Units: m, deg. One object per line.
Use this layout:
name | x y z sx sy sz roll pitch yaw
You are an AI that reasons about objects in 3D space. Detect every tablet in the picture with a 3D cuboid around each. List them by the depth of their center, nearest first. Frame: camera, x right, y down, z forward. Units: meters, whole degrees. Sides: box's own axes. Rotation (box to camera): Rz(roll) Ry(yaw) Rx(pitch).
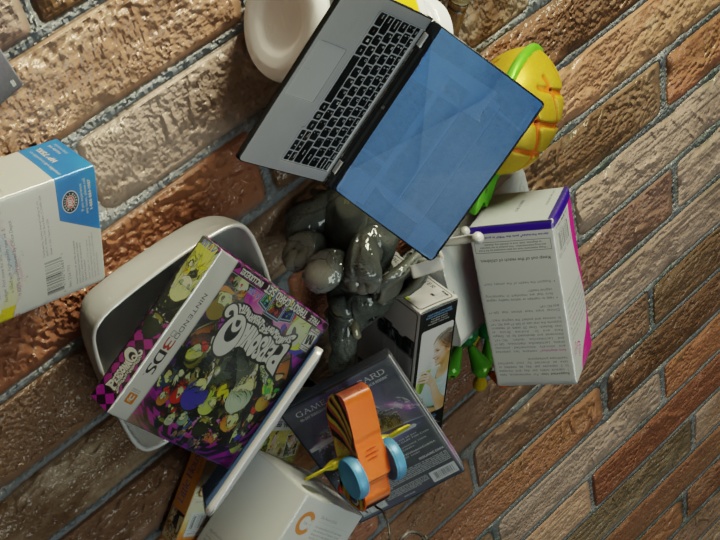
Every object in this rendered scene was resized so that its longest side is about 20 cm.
tablet | -0.104 0.161 1.363 0.014 0.130 0.201 36 86 -8

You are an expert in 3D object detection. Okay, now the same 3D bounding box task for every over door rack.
over door rack | 0.075 -0.086 1.342 0.200 0.066 0.150 -45 118 -74

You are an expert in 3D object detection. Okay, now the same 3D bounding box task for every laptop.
laptop | 0.028 -0.128 1.176 0.199 0.116 0.188 10 121 -52

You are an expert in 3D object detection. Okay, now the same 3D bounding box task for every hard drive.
hard drive | 0.148 -0.019 1.551 0.200 0.026 0.134 -40 124 -41

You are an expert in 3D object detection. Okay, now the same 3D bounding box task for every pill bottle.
pill bottle | -0.005 -0.228 1.237 0.198 0.112 0.114 -4 118 -46

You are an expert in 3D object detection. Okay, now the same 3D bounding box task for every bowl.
bowl | -0.181 0.052 1.274 0.199 0.074 0.202 -36 137 -24

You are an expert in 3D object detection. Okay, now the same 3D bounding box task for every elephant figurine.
elephant figurine | 0.000 0.000 1.405 0.153 0.143 0.200 -18 148 12

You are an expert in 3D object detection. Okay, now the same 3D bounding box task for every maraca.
maraca | 0.162 -0.159 1.454 0.202 0.106 0.137 -64 158 -15

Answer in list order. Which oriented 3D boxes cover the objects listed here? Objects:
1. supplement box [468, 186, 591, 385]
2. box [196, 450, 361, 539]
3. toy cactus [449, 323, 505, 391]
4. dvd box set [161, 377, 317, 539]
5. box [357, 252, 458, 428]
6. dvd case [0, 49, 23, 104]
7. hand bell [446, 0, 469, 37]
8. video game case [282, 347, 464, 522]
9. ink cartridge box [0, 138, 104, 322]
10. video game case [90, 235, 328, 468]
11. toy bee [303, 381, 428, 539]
supplement box | 0.198 0.020 1.499 0.101 0.102 0.203 -50 131 -59
box | -0.110 0.321 1.464 0.201 0.097 0.124 -57 144 -1
toy cactus | 0.142 0.058 1.622 0.199 0.102 0.167 26 86 -44
dvd box set | -0.133 0.214 1.471 0.145 0.029 0.203 5 111 -49
box | 0.045 0.096 1.515 0.060 0.116 0.203 -19 130 -34
dvd case | -0.367 -0.133 0.992 0.200 0.016 0.149 -44 140 -16
hand bell | 0.098 -0.271 1.360 0.103 0.104 0.202 -19 141 -38
video game case | 0.015 0.191 1.483 0.141 0.019 0.201 -27 122 9
ink cartridge box | -0.316 -0.019 1.084 0.198 0.067 0.118 -25 131 -34
video game case | -0.138 0.084 1.255 0.182 0.036 0.200 -54 143 -2
toy bee | -0.005 0.221 1.432 0.129 0.108 0.204 1 89 -28
